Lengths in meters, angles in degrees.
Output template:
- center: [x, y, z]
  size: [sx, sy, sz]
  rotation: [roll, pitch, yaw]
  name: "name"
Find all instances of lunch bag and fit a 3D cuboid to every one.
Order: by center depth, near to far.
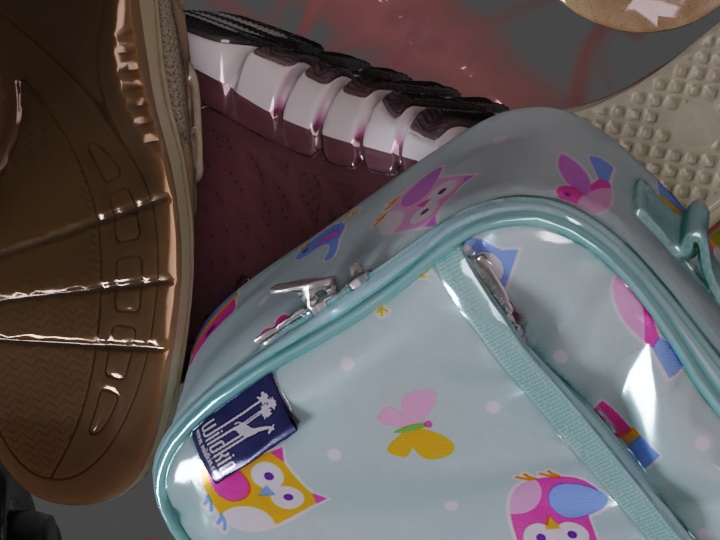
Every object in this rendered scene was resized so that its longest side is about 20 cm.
- center: [0.053, 0.062, 0.680]
  size: [0.160, 0.077, 0.200]
  rotation: [-33, 108, 28]
  name: "lunch bag"

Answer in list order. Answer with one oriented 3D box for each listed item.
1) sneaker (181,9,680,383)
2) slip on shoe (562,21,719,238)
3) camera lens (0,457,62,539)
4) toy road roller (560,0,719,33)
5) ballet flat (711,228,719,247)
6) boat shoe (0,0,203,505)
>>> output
- center: [0.000, 0.000, 0.761]
  size: [0.200, 0.076, 0.116]
  rotation: [24, 103, 35]
  name: "sneaker"
- center: [0.085, -0.024, 0.791]
  size: [0.200, 0.061, 0.074]
  rotation: [-31, 69, 10]
  name: "slip on shoe"
- center: [-0.180, 0.135, 0.733]
  size: [0.200, 0.160, 0.160]
  rotation: [-8, 91, -2]
  name: "camera lens"
- center: [0.019, -0.140, 0.762]
  size: [0.146, 0.123, 0.200]
  rotation: [-34, 90, 13]
  name: "toy road roller"
- center: [0.093, 0.060, 0.766]
  size: [0.067, 0.067, 0.200]
  rotation: [12, 117, 12]
  name: "ballet flat"
- center: [-0.075, -0.034, 0.735]
  size: [0.072, 0.065, 0.200]
  rotation: [-6, 86, 19]
  name: "boat shoe"
